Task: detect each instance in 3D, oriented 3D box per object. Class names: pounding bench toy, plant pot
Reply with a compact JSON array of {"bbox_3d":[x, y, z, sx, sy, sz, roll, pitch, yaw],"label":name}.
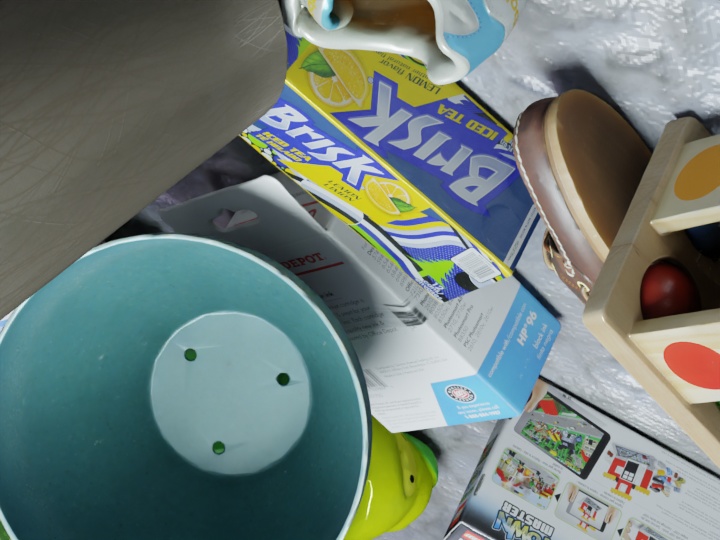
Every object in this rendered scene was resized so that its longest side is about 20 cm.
[{"bbox_3d":[0.222,0.029,0.843,0.156,0.124,0.200,-13,130,48],"label":"pounding bench toy"},{"bbox_3d":[-0.084,0.075,0.993,0.200,0.200,0.135,25,-171,6],"label":"plant pot"}]

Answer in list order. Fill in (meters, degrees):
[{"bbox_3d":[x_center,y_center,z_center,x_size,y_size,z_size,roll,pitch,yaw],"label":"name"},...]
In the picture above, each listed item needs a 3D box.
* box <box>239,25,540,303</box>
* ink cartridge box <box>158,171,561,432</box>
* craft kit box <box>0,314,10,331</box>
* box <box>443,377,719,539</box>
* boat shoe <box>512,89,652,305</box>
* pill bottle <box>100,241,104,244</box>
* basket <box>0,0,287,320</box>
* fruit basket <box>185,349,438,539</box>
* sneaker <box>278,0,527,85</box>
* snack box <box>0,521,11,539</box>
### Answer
[{"bbox_3d":[-0.001,-0.074,0.921,0.200,0.070,0.064,40,148,-18],"label":"box"},{"bbox_3d":[0.000,0.000,1.031,0.200,0.068,0.116,44,147,-24],"label":"ink cartridge box"},{"bbox_3d":[-0.264,-0.044,1.072,0.200,0.049,0.198,-15,109,23],"label":"craft kit box"},{"bbox_3d":[0.159,0.155,1.091,0.200,0.110,0.035,30,149,-1],"label":"box"},{"bbox_3d":[0.125,-0.006,0.919,0.070,0.070,0.200,-9,133,40],"label":"boat shoe"},{"bbox_3d":[-0.232,-0.007,1.164,0.200,0.113,0.112,24,149,8],"label":"pill bottle"},{"bbox_3d":[-0.140,-0.074,0.786,0.136,0.200,0.181,17,128,46],"label":"basket"},{"bbox_3d":[-0.036,0.120,1.157,0.215,0.216,0.156,27,149,3],"label":"fruit basket"},{"bbox_3d":[-0.022,-0.151,0.817,0.200,0.081,0.077,25,150,12],"label":"sneaker"},{"bbox_3d":[-0.192,0.173,1.216,0.200,0.169,0.068,29,130,-20],"label":"snack box"}]
